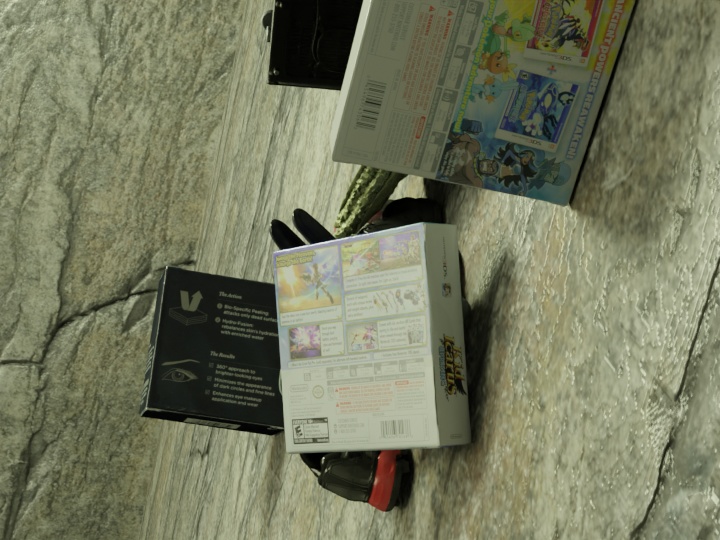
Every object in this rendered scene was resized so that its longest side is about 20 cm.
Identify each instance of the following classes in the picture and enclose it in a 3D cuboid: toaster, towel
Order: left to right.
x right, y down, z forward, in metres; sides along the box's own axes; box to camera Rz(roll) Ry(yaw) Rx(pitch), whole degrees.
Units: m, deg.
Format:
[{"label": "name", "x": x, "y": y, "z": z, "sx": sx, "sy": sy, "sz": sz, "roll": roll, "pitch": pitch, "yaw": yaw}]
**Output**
[{"label": "toaster", "x": -0.001, "y": -0.287, "z": 1.608, "sx": 0.119, "sy": 0.197, "sz": 0.183, "roll": -99, "pitch": 15, "yaw": -63}, {"label": "towel", "x": 0.042, "y": -0.122, "z": 1.463, "sx": 0.149, "sy": 0.036, "sz": 0.201, "roll": -52, "pitch": -6, "yaw": -39}]

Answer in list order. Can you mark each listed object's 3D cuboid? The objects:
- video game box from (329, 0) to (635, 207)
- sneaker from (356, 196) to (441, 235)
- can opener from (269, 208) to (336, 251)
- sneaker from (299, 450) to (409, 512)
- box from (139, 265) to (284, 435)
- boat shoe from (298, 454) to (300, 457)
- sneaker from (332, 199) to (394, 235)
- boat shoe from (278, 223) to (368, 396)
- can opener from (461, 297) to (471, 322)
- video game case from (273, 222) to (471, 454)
[{"label": "video game box", "x": 0.087, "y": -0.157, "z": 1.078, "sx": 0.047, "sy": 0.180, "sz": 0.202, "roll": -96, "pitch": 20, "yaw": -63}, {"label": "sneaker", "x": 0.032, "y": -0.024, "z": 1.446, "sx": 0.200, "sy": 0.090, "sz": 0.077, "roll": -111, "pitch": 32, "yaw": -69}, {"label": "can opener", "x": -0.016, "y": 0.014, "z": 1.468, "sx": 0.201, "sy": 0.063, "sz": 0.079, "roll": 56, "pitch": -162, "yaw": -33}, {"label": "sneaker", "x": -0.013, "y": 0.156, "z": 1.499, "sx": 0.201, "sy": 0.097, "sz": 0.072, "roll": -101, "pitch": 22, "yaw": -61}, {"label": "box", "x": -0.192, "y": 0.113, "z": 2.125, "sx": 0.117, "sy": 0.194, "sz": 0.203, "roll": 142, "pitch": 137, "yaw": -74}, {"label": "boat shoe", "x": -0.044, "y": 0.117, "z": 1.744, "sx": 0.071, "sy": 0.069, "sz": 0.202, "roll": 106, "pitch": 160, "yaw": -58}, {"label": "sneaker", "x": 0.000, "y": 0.000, "z": 1.626, "sx": 0.200, "sy": 0.074, "sz": 0.106, "roll": 127, "pitch": 143, "yaw": -64}, {"label": "boat shoe", "x": -0.030, "y": 0.048, "z": 1.555, "sx": 0.073, "sy": 0.062, "sz": 0.202, "roll": 33, "pitch": 112, "yaw": 30}, {"label": "can opener", "x": 0.031, "y": 0.083, "z": 1.379, "sx": 0.067, "sy": 0.053, "sz": 0.200, "roll": -38, "pitch": -12, "yaw": -37}, {"label": "video game case", "x": 0.007, "y": 0.062, "z": 1.326, "sx": 0.199, "sy": 0.045, "sz": 0.184, "roll": -9, "pitch": 84, "yaw": 47}]
